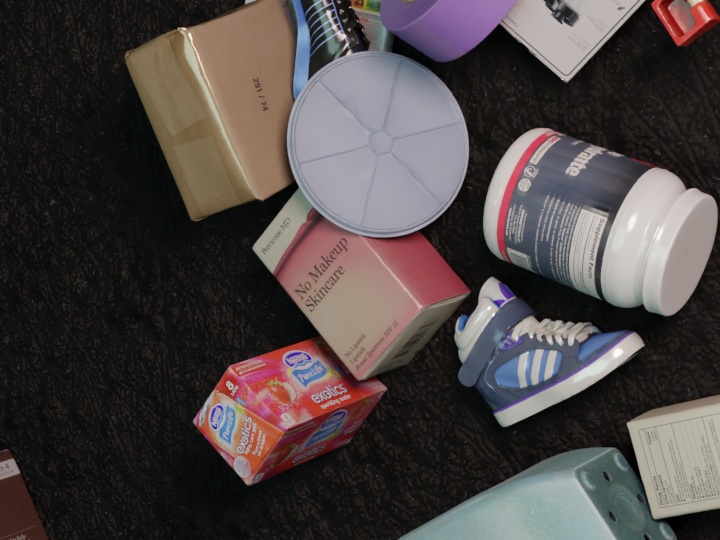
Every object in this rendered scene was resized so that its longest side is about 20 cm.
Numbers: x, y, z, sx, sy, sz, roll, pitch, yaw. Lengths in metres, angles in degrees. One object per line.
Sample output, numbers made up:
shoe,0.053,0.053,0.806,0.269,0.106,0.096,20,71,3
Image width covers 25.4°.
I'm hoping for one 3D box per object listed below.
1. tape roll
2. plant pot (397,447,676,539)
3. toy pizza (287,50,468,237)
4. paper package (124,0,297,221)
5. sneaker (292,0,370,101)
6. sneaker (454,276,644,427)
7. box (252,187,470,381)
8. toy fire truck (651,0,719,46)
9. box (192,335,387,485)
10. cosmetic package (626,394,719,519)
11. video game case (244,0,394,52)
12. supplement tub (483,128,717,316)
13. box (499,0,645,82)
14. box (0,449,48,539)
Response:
tape roll,0.103,-0.310,1.592,0.200,0.065,0.201,-45,29,33
plant pot,0.198,0.286,1.617,0.200,0.195,0.197,-41,75,30
toy pizza,0.018,-0.133,1.703,0.032,0.199,0.201,149,103,-75
paper package,-0.136,-0.181,1.754,0.103,0.190,0.201,-15,102,36
sneaker,-0.028,-0.269,1.735,0.077,0.070,0.202,5,104,25
sneaker,0.182,0.064,1.661,0.200,0.080,0.147,-33,83,38
box,0.000,0.000,1.756,0.200,0.109,0.128,50,121,17
toy fire truck,0.373,-0.281,1.444,0.200,0.141,0.049,-38,77,32
box,-0.076,0.150,1.775,0.100,0.200,0.096,45,120,20
cosmetic package,0.373,0.171,1.556,0.199,0.073,0.104,-15,89,35
video game case,-0.041,-0.323,1.785,0.199,0.023,0.183,18,107,31
supplement tub,0.234,-0.048,1.574,0.199,0.140,0.141,23,110,28
box,0.227,-0.297,1.562,0.116,0.060,0.200,38,120,-7
box,-0.556,0.366,2.149,0.199,0.166,0.165,-31,79,34
